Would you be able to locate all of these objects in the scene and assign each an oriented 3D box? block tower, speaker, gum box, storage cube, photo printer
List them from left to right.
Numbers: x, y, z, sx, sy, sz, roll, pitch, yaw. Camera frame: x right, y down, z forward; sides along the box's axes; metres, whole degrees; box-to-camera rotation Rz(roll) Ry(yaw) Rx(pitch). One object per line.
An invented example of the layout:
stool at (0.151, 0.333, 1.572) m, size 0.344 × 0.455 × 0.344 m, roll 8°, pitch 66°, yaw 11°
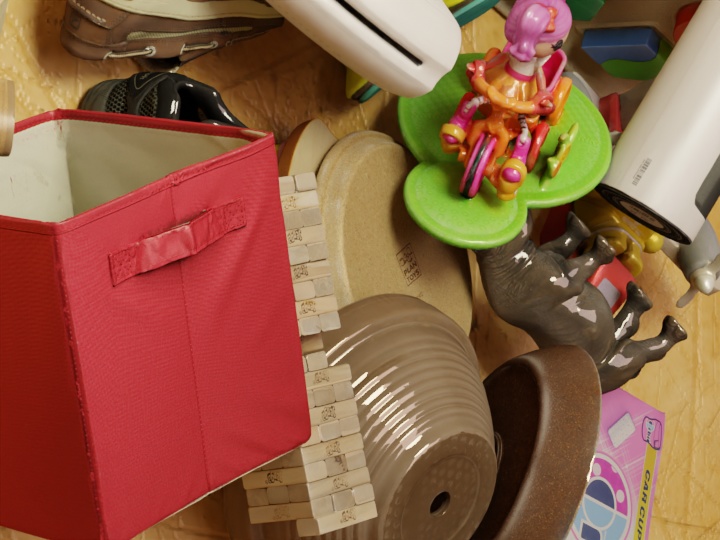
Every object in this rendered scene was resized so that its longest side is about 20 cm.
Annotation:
storage cube at (-0.152, 0.025, 1.219) m, size 0.171 × 0.199 × 0.181 m, roll -27°, pitch 116°, yaw -46°
block tower at (-0.044, 0.050, 1.294) m, size 0.054 × 0.058 × 0.202 m, roll -11°, pitch 90°, yaw -48°
photo printer at (-0.023, -0.197, 1.416) m, size 0.166 × 0.069 × 0.200 m, roll 36°, pitch 16°, yaw -32°
gum box at (0.146, 0.178, 1.599) m, size 0.113 × 0.066 × 0.201 m, roll 30°, pitch 62°, yaw -37°
speaker at (0.241, -0.123, 1.536) m, size 0.081 × 0.081 × 0.201 m, roll 34°, pitch 85°, yaw -36°

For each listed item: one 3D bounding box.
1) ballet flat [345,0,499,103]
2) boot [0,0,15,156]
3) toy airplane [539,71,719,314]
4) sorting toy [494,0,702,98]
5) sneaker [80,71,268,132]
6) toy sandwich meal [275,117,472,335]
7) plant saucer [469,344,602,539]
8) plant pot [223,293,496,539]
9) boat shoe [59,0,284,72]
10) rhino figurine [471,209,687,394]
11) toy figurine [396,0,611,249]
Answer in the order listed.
ballet flat at (0.032, -0.180, 1.566) m, size 0.067 × 0.067 × 0.200 m, roll 49°, pitch 44°, yaw 0°
boot at (-0.264, -0.135, 1.230) m, size 0.143 × 0.071 × 0.202 m, roll 5°, pitch 42°, yaw -17°
toy airplane at (0.193, -0.061, 1.643) m, size 0.199 × 0.141 × 0.201 m, roll -13°, pitch 91°, yaw -46°
sorting toy at (0.204, -0.192, 1.637) m, size 0.185 × 0.199 × 0.037 m, roll 36°, pitch 54°, yaw -35°
sneaker at (-0.103, -0.023, 1.349) m, size 0.076 × 0.114 × 0.201 m, roll -7°, pitch 89°, yaw -45°
toy sandwich meal at (0.000, 0.000, 1.489) m, size 0.205 × 0.070 × 0.207 m, roll 25°, pitch 60°, yaw -52°
plant saucer at (0.090, 0.136, 1.469) m, size 0.034 × 0.200 × 0.202 m, roll 23°, pitch 64°, yaw -18°
plant pot at (0.019, 0.124, 1.397) m, size 0.200 × 0.092 × 0.202 m, roll -27°, pitch 132°, yaw -34°
boat shoe at (-0.119, -0.159, 1.402) m, size 0.202 × 0.075 × 0.075 m, roll -3°, pitch 126°, yaw -57°
rhino figurine at (0.130, 0.007, 1.530) m, size 0.087 × 0.060 × 0.200 m, roll -45°, pitch 113°, yaw -2°
toy figurine at (0.104, -0.141, 1.441) m, size 0.149 × 0.185 × 0.200 m, roll 24°, pitch 45°, yaw 8°
